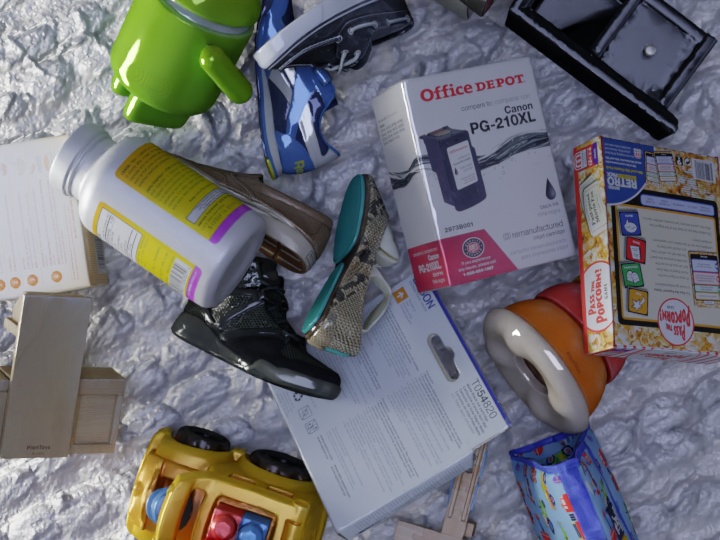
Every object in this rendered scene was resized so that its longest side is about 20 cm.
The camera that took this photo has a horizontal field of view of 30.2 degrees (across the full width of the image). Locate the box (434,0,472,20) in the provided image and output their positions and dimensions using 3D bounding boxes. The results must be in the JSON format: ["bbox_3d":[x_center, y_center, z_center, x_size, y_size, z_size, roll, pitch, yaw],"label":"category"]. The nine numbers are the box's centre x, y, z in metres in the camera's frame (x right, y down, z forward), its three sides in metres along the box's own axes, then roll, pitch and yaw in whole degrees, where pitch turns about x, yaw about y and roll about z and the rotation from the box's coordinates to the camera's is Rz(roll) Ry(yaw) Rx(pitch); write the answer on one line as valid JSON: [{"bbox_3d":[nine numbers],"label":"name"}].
[{"bbox_3d":[0.055,-0.357,1.306,0.199,0.109,0.129,32,91,3],"label":"box"}]

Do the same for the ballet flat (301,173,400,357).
[{"bbox_3d":[0.000,0.000,1.316,0.075,0.068,0.202,27,56,-16],"label":"ballet flat"}]

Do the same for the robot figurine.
[{"bbox_3d":[-0.170,-0.234,1.298,0.201,0.115,0.176,-56,45,30],"label":"robot figurine"}]

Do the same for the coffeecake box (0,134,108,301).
[{"bbox_3d":[-0.372,-0.046,1.360,0.198,0.073,0.155,-8,90,4],"label":"coffeecake box"}]

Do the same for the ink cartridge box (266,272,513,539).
[{"bbox_3d":[0.025,0.129,1.309,0.199,0.041,0.201,-31,61,6],"label":"ink cartridge box"}]

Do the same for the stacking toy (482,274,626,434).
[{"bbox_3d":[0.233,0.050,1.307,0.199,0.146,0.147,-36,88,-14],"label":"stacking toy"}]

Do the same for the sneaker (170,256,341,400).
[{"bbox_3d":[-0.089,0.051,1.317,0.198,0.076,0.115,25,86,33],"label":"sneaker"}]

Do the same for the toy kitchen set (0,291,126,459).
[{"bbox_3d":[-0.360,0.081,1.356,0.198,0.180,0.165,4,103,-35],"label":"toy kitchen set"}]

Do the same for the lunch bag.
[{"bbox_3d":[0.210,0.240,1.257,0.093,0.200,0.152,-22,90,5],"label":"lunch bag"}]

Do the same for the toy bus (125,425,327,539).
[{"bbox_3d":[-0.141,0.244,1.289,0.198,0.192,0.137,18,94,5],"label":"toy bus"}]

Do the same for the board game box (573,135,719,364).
[{"bbox_3d":[0.279,-0.017,1.267,0.150,0.046,0.202,7,75,-28],"label":"board game box"}]

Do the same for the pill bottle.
[{"bbox_3d":[-0.196,-0.058,1.273,0.199,0.104,0.105,34,93,7],"label":"pill bottle"}]

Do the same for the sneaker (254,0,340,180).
[{"bbox_3d":[-0.065,-0.194,1.340,0.081,0.074,0.202,-5,95,-1],"label":"sneaker"}]

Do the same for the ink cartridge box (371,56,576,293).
[{"bbox_3d":[0.109,-0.094,1.296,0.143,0.084,0.202,-13,89,-21],"label":"ink cartridge box"}]

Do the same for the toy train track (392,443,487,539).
[{"bbox_3d":[0.102,0.237,1.352,0.114,0.033,0.202,14,86,11],"label":"toy train track"}]

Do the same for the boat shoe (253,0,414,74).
[{"bbox_3d":[-0.020,-0.225,1.292,0.072,0.200,0.068,-28,94,46],"label":"boat shoe"}]

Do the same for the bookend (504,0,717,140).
[{"bbox_3d":[0.278,-0.268,1.299,0.199,0.092,0.199,38,93,2],"label":"bookend"}]

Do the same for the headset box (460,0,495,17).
[{"bbox_3d":[0.103,-0.342,1.211,0.148,0.075,0.201,39,91,2],"label":"headset box"}]

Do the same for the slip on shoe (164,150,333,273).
[{"bbox_3d":[-0.119,-0.072,1.341,0.199,0.076,0.061,29,67,15],"label":"slip on shoe"}]
